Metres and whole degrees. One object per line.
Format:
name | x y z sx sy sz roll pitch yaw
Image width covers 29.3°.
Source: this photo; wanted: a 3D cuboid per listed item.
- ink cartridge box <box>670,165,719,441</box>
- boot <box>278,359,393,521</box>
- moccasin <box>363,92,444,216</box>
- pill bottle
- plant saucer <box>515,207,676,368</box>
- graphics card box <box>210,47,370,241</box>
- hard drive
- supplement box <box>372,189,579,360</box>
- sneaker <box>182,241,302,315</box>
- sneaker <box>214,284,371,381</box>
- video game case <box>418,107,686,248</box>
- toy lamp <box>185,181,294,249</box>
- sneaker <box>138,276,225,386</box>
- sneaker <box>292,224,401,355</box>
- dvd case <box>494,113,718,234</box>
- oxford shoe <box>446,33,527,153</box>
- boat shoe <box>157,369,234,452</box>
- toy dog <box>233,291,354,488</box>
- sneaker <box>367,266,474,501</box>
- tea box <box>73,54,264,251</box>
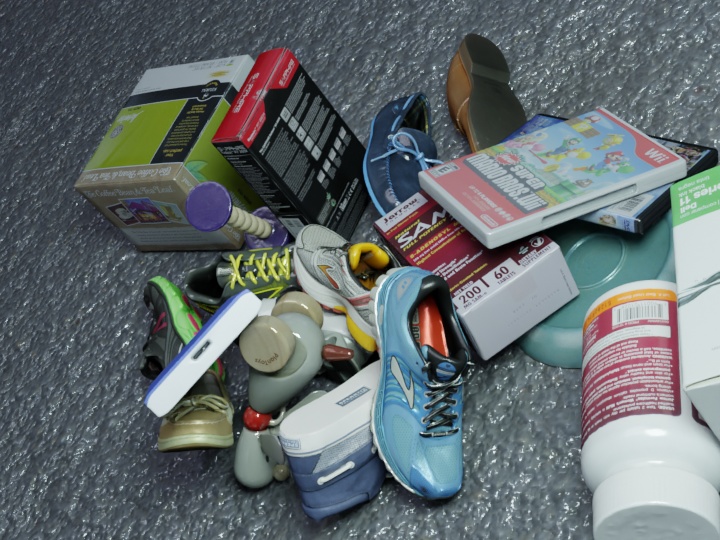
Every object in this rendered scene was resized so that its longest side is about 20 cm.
ink cartridge box | 0.297 0.039 1.015 0.082 0.147 0.201 -20 41 28
boot | 0.018 0.142 1.241 0.199 0.091 0.073 -25 24 -26
moccasin | 0.045 -0.128 1.469 0.068 0.080 0.201 -36 36 27
pill bottle | 0.221 0.115 1.039 0.109 0.110 0.201 -19 42 29
plant saucer | 0.214 -0.003 1.236 0.199 0.027 0.201 -24 40 22
graphics card box | -0.064 -0.121 1.466 0.051 0.200 0.126 -1 53 40
hard drive | -0.148 0.075 1.273 0.132 0.025 0.200 -48 4 -8
supplement box | 0.102 -0.013 1.264 0.108 0.061 0.200 -35 34 -6
sneaker | -0.105 0.012 1.455 0.199 0.084 0.075 -21 64 33
sneaker | -0.058 0.053 1.399 0.198 0.074 0.089 12 53 35
video game case | 0.169 -0.086 1.230 0.198 0.018 0.143 -20 32 -15
toy lamp | -0.120 -0.050 1.465 0.058 0.200 0.059 -2 84 18
sneaker | -0.214 0.075 1.512 0.083 0.077 0.200 -36 35 2
sneaker | 0.000 0.000 1.322 0.077 0.083 0.200 -15 33 -28
dvd case | 0.208 -0.093 1.265 0.199 0.018 0.142 17 40 38
oxford shoe | 0.128 -0.162 1.460 0.071 0.071 0.201 -54 27 37
boat shoe | -0.155 0.136 1.326 0.072 0.064 0.201 -3 1 1
toy dog | -0.060 0.116 1.280 0.095 0.201 0.132 19 48 15
sneaker | 0.054 0.095 1.162 0.090 0.078 0.202 -13 86 64
tea box | -0.206 -0.139 1.672 0.199 0.134 0.198 1 53 44
